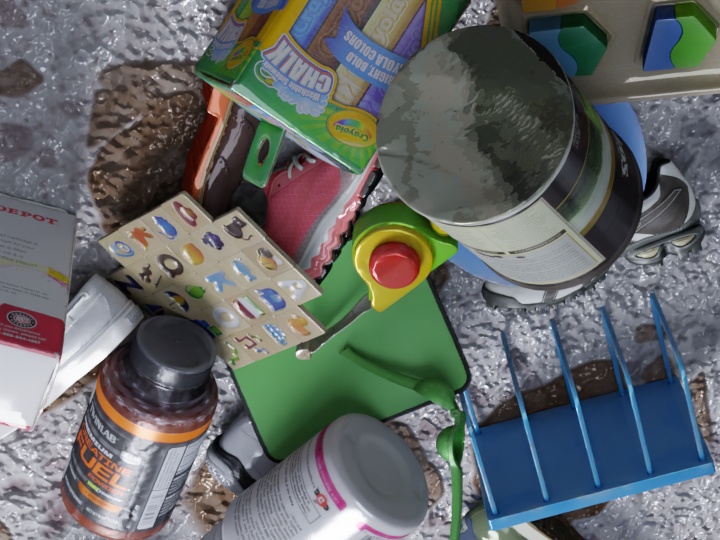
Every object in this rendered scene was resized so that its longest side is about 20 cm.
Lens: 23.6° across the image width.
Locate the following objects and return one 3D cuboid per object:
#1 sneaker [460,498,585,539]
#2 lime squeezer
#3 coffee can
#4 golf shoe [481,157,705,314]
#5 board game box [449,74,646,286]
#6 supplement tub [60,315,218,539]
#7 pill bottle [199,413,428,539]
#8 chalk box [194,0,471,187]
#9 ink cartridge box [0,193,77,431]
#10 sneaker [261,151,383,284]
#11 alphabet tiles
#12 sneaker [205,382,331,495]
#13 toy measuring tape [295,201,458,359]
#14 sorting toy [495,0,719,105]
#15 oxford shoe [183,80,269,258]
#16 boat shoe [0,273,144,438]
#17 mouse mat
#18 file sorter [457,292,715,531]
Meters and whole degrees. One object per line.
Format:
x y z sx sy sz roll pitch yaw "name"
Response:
0.167 0.284 1.661 0.090 0.067 0.200 -31 119 23 "sneaker"
0.057 0.135 1.435 0.071 0.200 0.038 -27 163 -6 "lime squeezer"
0.115 -0.078 1.278 0.146 0.147 0.200 -30 157 13 "coffee can"
0.188 -0.033 1.460 0.200 0.078 0.095 -23 115 -2 "golf shoe"
0.134 -0.091 1.420 0.200 0.039 0.158 -38 92 16 "board game box"
-0.187 0.134 1.495 0.107 0.107 0.200 15 125 -14 "supplement tub"
-0.047 0.218 1.479 0.113 0.113 0.200 36 123 -24 "pill bottle"
-0.037 -0.156 1.289 0.124 0.124 0.200 34 89 -23 "chalk box"
-0.309 0.021 1.368 0.147 0.200 0.086 16 120 -14 "ink cartridge box"
-0.036 -0.071 1.413 0.087 0.074 0.200 30 109 2 "sneaker"
-0.123 0.011 1.423 0.166 0.006 0.200 45 141 -18 "alphabet tiles"
-0.030 0.170 1.560 0.200 0.075 0.115 23 120 -15 "sneaker"
0.000 0.000 1.420 0.074 0.074 0.200 39 121 -25 "toy measuring tape"
0.193 -0.203 1.296 0.185 0.037 0.200 -4 136 13 "sorting toy"
-0.100 -0.094 1.394 0.072 0.071 0.200 9 120 -15 "oxford shoe"
-0.277 0.078 1.489 0.200 0.072 0.069 -38 96 25 "boat shoe"
-0.021 0.062 1.483 0.200 0.008 0.161 -23 91 13 "mouse mat"
0.189 0.117 1.512 0.200 0.139 0.123 -15 119 4 "file sorter"
